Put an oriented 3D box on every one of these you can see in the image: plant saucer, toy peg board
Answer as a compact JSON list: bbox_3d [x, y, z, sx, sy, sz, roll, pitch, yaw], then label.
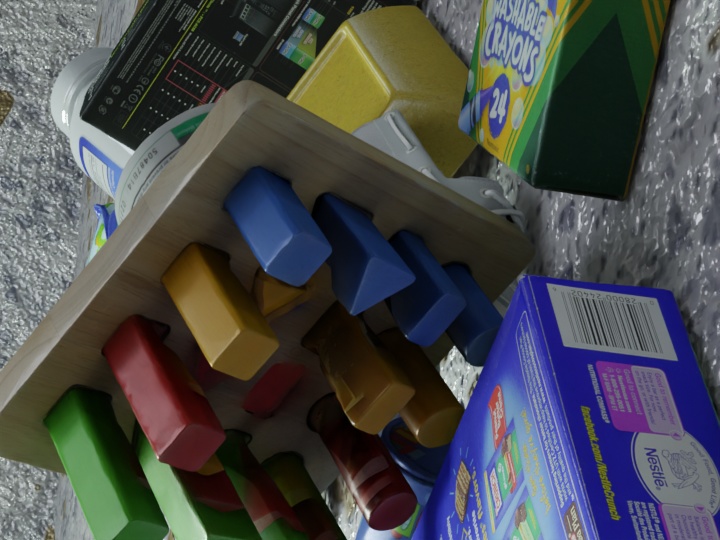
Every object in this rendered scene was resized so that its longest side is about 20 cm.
[{"bbox_3d":[-0.018,-0.068,1.072,0.200,0.048,0.200,-52,28,14],"label":"plant saucer"},{"bbox_3d":[-0.027,0.053,0.752,0.199,0.200,0.098,-49,48,16],"label":"toy peg board"}]

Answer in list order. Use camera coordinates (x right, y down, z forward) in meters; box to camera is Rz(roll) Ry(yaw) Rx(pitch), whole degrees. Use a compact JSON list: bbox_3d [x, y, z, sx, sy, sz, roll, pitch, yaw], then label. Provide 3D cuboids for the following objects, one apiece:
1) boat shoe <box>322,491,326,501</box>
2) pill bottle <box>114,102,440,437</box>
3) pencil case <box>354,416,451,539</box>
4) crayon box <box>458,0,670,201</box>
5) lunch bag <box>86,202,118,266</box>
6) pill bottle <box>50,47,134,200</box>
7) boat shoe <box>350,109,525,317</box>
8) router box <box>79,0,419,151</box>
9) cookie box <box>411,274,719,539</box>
[{"bbox_3d":[-0.067,0.139,1.290,0.202,0.072,0.060,-120,13,-52],"label":"boat shoe"},{"bbox_3d":[-0.046,0.007,0.927,0.200,0.113,0.113,53,137,40],"label":"pill bottle"},{"bbox_3d":[0.030,0.170,0.894,0.078,0.087,0.200,28,118,27],"label":"pencil case"},{"bbox_3d":[0.104,-0.147,0.815,0.126,0.051,0.201,-127,47,-69],"label":"crayon box"},{"bbox_3d":[-0.135,0.013,1.402,0.200,0.170,0.128,-136,54,-73],"label":"lunch bag"},{"bbox_3d":[-0.157,-0.099,1.342,0.200,0.112,0.112,39,125,39],"label":"pill bottle"},{"bbox_3d":[0.050,-0.022,0.912,0.068,0.072,0.200,-41,40,-2],"label":"boat shoe"},{"bbox_3d":[-0.078,-0.152,1.177,0.200,0.150,0.062,-54,17,15],"label":"router box"},{"bbox_3d":[0.083,0.133,0.714,0.171,0.075,0.200,-99,22,-48],"label":"cookie box"}]
